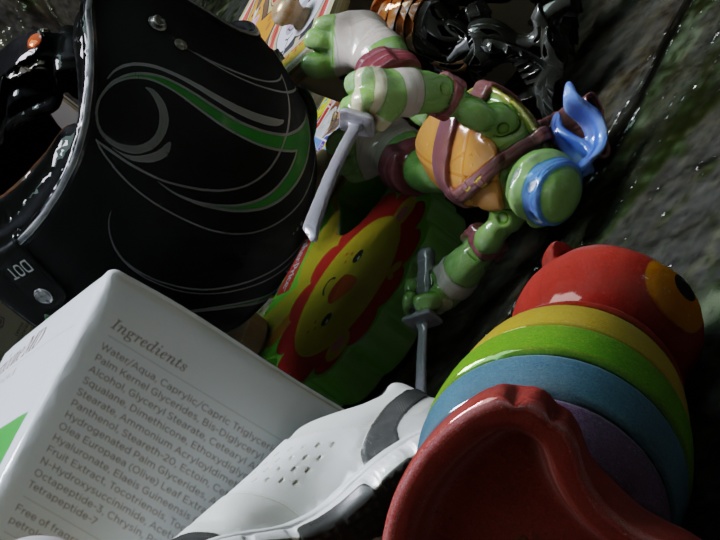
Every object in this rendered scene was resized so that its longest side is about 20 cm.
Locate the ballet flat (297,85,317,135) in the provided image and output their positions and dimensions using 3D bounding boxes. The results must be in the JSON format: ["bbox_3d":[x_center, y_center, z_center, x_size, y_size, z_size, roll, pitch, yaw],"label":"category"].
[{"bbox_3d":[-0.088,-0.035,1.566,0.201,0.067,0.070,-56,-9,12],"label":"ballet flat"}]

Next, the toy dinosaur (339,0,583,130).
[{"bbox_3d":[0.050,-0.133,1.386,0.200,0.134,0.103,82,-161,-63],"label":"toy dinosaur"}]

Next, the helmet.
[{"bbox_3d":[-0.116,-0.051,1.341,0.199,0.190,0.202,-22,58,40],"label":"helmet"}]

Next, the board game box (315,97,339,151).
[{"bbox_3d":[0.019,-0.136,1.737,0.201,0.034,0.135,-59,14,2],"label":"board game box"}]

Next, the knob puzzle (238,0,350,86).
[{"bbox_3d":[-0.042,-0.174,1.477,0.220,0.030,0.220,-53,18,26],"label":"knob puzzle"}]

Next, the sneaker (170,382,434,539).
[{"bbox_3d":[-0.032,0.119,1.147,0.199,0.074,0.080,-26,33,-13],"label":"sneaker"}]

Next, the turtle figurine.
[{"bbox_3d":[0.013,-0.047,1.290,0.200,0.144,0.194,-52,34,3],"label":"turtle figurine"}]

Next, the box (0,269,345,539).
[{"bbox_3d":[-0.107,0.138,1.251,0.172,0.199,0.199,-63,14,-24],"label":"box"}]

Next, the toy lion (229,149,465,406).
[{"bbox_3d":[0.000,0.000,1.482,0.191,0.068,0.201,-27,33,52],"label":"toy lion"}]

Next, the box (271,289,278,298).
[{"bbox_3d":[-0.078,-0.060,1.733,0.200,0.064,0.071,-106,22,-58],"label":"box"}]

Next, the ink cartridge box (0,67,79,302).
[{"bbox_3d":[-0.244,-0.028,1.487,0.146,0.084,0.200,-59,15,-21],"label":"ink cartridge box"}]

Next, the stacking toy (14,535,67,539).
[{"bbox_3d":[-0.072,0.175,1.051,0.146,0.199,0.146,-52,15,21],"label":"stacking toy"}]

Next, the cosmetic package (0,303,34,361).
[{"bbox_3d":[-0.156,0.080,1.541,0.071,0.199,0.105,-64,14,-25],"label":"cosmetic package"}]

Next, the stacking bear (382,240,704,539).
[{"bbox_3d":[0.083,0.059,0.977,0.114,0.121,0.200,-40,12,32],"label":"stacking bear"}]

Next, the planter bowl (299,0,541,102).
[{"bbox_3d":[0.041,-0.178,1.544,0.201,0.134,0.201,-53,15,20],"label":"planter bowl"}]
